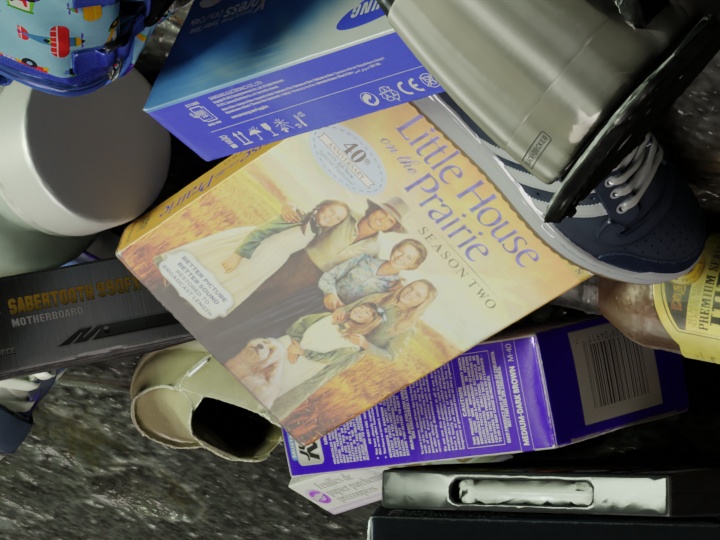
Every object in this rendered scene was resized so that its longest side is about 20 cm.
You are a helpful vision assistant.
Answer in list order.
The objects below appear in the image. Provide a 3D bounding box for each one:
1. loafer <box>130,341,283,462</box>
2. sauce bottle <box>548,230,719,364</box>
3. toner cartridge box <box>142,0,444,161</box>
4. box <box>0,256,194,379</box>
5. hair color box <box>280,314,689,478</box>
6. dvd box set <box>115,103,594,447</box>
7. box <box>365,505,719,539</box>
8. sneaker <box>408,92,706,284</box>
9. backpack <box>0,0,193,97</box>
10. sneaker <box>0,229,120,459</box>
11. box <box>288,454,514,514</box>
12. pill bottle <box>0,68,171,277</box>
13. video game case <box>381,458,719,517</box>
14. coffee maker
[{"bbox_3d":[-0.083,0.078,1.596,0.076,0.068,0.200,33,151,-22],"label":"loafer"},{"bbox_3d":[0.170,0.014,1.298,0.199,0.065,0.065,9,151,19],"label":"sauce bottle"},{"bbox_3d":[-0.005,-0.113,1.159,0.043,0.095,0.200,38,148,-30],"label":"toner cartridge box"},{"bbox_3d":[-0.170,0.029,1.389,0.199,0.049,0.158,-10,178,-29],"label":"box"},{"bbox_3d":[0.061,0.064,1.416,0.109,0.065,0.200,-11,-178,-43],"label":"hair color box"},{"bbox_3d":[0.001,-0.012,1.295,0.200,0.029,0.146,-31,113,29],"label":"dvd box set"},{"bbox_3d":[0.102,0.194,1.489,0.199,0.124,0.197,1,175,1],"label":"box"},{"bbox_3d":[0.107,-0.065,1.194,0.200,0.070,0.108,39,150,-25],"label":"sneaker"},{"bbox_3d":[-0.155,-0.150,1.160,0.182,0.135,0.200,22,156,0],"label":"backpack"},{"bbox_3d":[-0.204,0.061,1.564,0.080,0.147,0.200,30,152,-17],"label":"sneaker"},{"bbox_3d":[0.027,0.104,1.596,0.039,0.042,0.200,32,150,-21],"label":"box"},{"bbox_3d":[-0.191,-0.050,1.386,0.114,0.115,0.200,37,149,-29],"label":"pill bottle"},{"bbox_3d":[0.142,0.116,1.442,0.180,0.026,0.200,-2,177,38],"label":"video game case"},{"bbox_3d":[0.058,-0.146,1.002,0.200,0.192,0.135,42,130,5],"label":"coffee maker"}]
